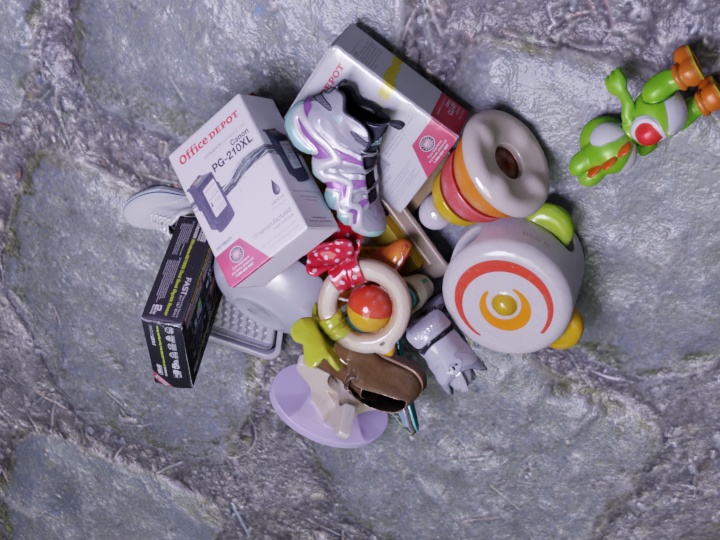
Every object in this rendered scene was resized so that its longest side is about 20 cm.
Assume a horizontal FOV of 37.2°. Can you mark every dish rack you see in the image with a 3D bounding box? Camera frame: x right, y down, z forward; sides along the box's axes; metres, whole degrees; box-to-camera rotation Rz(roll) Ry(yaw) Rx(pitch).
[{"bbox_3d":[-0.207,0.045,1.712,0.196,0.044,0.174,18,127,10],"label":"dish rack"}]

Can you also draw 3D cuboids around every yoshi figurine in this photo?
[{"bbox_3d":[0.338,-0.186,1.310,0.199,0.111,0.114,-37,72,25],"label":"yoshi figurine"}]

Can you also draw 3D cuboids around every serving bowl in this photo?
[{"bbox_3d":[-0.133,0.036,1.554,0.197,0.067,0.201,24,158,11],"label":"serving bowl"}]

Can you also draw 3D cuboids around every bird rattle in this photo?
[{"bbox_3d":[-0.009,0.036,1.444,0.160,0.113,0.204,15,99,-1],"label":"bird rattle"}]

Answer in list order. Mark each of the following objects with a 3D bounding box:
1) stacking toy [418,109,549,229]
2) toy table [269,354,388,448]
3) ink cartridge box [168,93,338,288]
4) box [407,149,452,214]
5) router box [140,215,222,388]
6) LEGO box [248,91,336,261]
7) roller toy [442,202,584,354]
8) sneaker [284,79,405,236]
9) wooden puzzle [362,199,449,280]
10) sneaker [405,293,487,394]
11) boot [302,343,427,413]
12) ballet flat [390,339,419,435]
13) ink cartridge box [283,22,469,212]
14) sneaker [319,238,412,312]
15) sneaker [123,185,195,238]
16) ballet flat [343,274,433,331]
[{"bbox_3d":[0.140,-0.108,1.420,0.146,0.147,0.199,45,139,-12],"label":"stacking toy"},{"bbox_3d":[-0.032,0.193,1.667,0.196,0.187,0.117,11,147,-19],"label":"toy table"},{"bbox_3d":[-0.140,-0.102,1.372,0.144,0.084,0.202,-35,74,26],"label":"ink cartridge box"},{"bbox_3d":[0.016,-0.166,1.488,0.199,0.021,0.164,38,129,-5],"label":"box"},{"bbox_3d":[-0.255,0.046,1.556,0.061,0.202,0.151,8,139,5],"label":"router box"},{"bbox_3d":[-0.126,-0.123,1.507,0.200,0.077,0.149,43,139,3],"label":"LEGO box"},{"bbox_3d":[0.208,0.015,1.458,0.179,0.140,0.203,-3,123,24],"label":"roller toy"},{"bbox_3d":[0.008,-0.143,1.336,0.138,0.078,0.201,-24,112,33],"label":"sneaker"},{"bbox_3d":[0.014,-0.041,1.543,0.201,0.037,0.184,49,139,-15],"label":"wooden puzzle"},{"bbox_3d":[0.119,0.107,1.520,0.075,0.200,0.116,-34,95,8],"label":"sneaker"},{"bbox_3d":[-0.007,0.146,1.546,0.197,0.076,0.075,18,128,22],"label":"boot"},{"bbox_3d":[0.040,0.152,1.614,0.073,0.074,0.204,-19,72,32],"label":"ballet flat"},{"bbox_3d":[0.020,-0.199,1.396,0.199,0.084,0.146,36,127,-6],"label":"ink cartridge box"},{"bbox_3d":[0.000,0.000,1.511,0.077,0.073,0.199,45,139,-11],"label":"sneaker"},{"bbox_3d":[-0.285,-0.084,1.637,0.196,0.071,0.074,0,123,22],"label":"sneaker"},{"bbox_3d":[0.032,0.060,1.559,0.070,0.070,0.199,46,131,-13],"label":"ballet flat"}]
